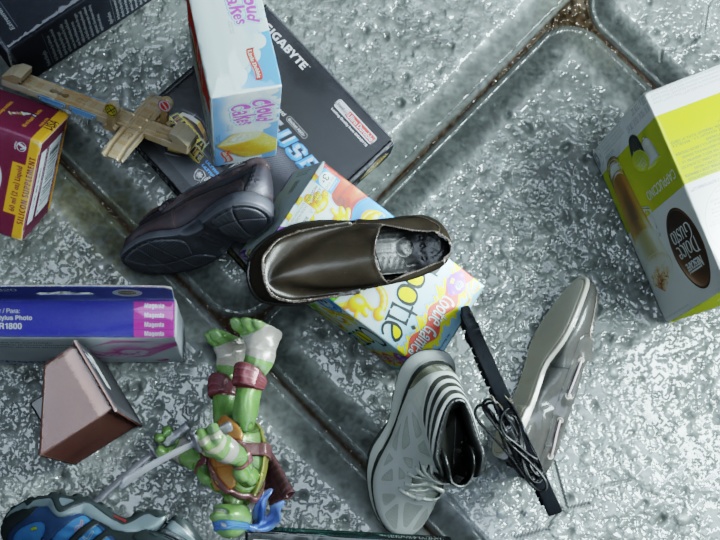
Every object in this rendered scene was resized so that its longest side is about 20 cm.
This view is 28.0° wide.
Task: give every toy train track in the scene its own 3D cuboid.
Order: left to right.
[{"bbox_3d":[-0.251,-0.164,1.390,0.198,0.033,0.115,20,41,7],"label":"toy train track"}]

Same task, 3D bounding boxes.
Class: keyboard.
[{"bbox_3d":[0.127,0.135,1.331,0.039,0.104,0.201,-25,99,2],"label":"keyboard"}]

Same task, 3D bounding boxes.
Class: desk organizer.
[{"bbox_3d":[-0.260,0.126,1.322,0.077,0.200,0.072,-32,83,-7],"label":"desk organizer"}]

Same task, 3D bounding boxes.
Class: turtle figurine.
[{"bbox_3d":[-0.153,0.141,1.351,0.198,0.144,0.196,9,68,5],"label":"turtle figurine"}]

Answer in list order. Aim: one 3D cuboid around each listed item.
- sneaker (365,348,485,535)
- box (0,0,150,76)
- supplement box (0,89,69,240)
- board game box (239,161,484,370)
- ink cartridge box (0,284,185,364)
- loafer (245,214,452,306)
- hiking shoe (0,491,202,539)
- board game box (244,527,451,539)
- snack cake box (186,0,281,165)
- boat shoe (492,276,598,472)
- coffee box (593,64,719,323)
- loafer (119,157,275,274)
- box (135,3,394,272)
[{"bbox_3d":[0.058,0.185,1.333,0.075,0.116,0.202,1,119,-16],"label":"sneaker"},{"bbox_3d":[-0.307,-0.312,1.454,0.199,0.104,0.149,-35,82,-9],"label":"box"},{"bbox_3d":[-0.396,-0.122,1.397,0.198,0.086,0.111,19,116,0],"label":"supplement box"},{"bbox_3d":[0.000,0.000,1.386,0.199,0.105,0.104,36,78,-14],"label":"board game box"},{"bbox_3d":[-0.264,0.053,1.335,0.194,0.200,0.044,0,78,-3],"label":"ink cartridge box"},{"bbox_3d":[-0.006,-0.016,1.292,0.198,0.071,0.074,-14,94,-18],"label":"loafer"},{"bbox_3d":[-0.244,0.256,1.299,0.198,0.075,0.087,3,52,19],"label":"hiking shoe"},{"bbox_3d":[-0.015,0.317,1.373,0.198,0.028,0.137,4,92,-3],"label":"board game box"},{"bbox_3d":[-0.118,-0.185,1.344,0.066,0.200,0.116,-10,78,-7],"label":"snack cake box"},{"bbox_3d":[0.195,0.106,1.430,0.057,0.067,0.202,28,83,-17],"label":"boat shoe"},{"bbox_3d":[0.374,-0.087,1.405,0.198,0.200,0.200,-20,81,-8],"label":"coffee box"},{"bbox_3d":[-0.154,-0.050,1.393,0.072,0.199,0.064,31,52,-37],"label":"loafer"},{"bbox_3d":[-0.102,-0.131,1.462,0.198,0.050,0.200,-42,85,-9],"label":"box"}]
